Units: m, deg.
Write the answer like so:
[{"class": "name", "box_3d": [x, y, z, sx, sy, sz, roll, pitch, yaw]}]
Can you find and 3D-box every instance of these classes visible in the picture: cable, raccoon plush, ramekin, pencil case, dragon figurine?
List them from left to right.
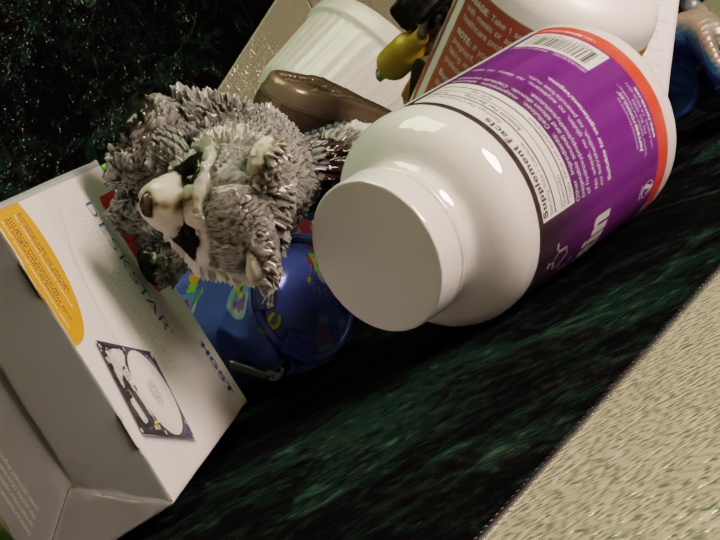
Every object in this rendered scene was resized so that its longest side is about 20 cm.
[{"class": "pencil case", "box_3d": [-0.093, 0.042, 1.140, 0.200, 0.078, 0.087, -22, 47, 40]}, {"class": "raccoon plush", "box_3d": [-0.033, -0.052, 0.978, 0.200, 0.097, 0.134, -28, 23, -34]}, {"class": "ramekin", "box_3d": [0.000, -0.120, 1.634, 0.094, 0.203, 0.202, -41, 9, -16]}, {"class": "cable", "box_3d": [0.057, -0.165, 1.220, 0.097, 0.050, 0.200, -39, 4, -8]}, {"class": "dragon figurine", "box_3d": [0.210, -0.125, 1.281, 0.059, 0.100, 0.200, -21, -11, -23]}]

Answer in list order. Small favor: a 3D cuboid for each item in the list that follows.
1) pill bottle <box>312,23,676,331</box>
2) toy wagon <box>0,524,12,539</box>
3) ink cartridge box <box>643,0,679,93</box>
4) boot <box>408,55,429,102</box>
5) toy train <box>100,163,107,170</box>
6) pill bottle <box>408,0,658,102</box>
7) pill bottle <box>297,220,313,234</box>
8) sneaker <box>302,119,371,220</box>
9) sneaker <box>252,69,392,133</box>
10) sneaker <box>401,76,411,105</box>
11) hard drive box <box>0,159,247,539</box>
[{"class": "pill bottle", "box_3d": [0.066, -0.044, 0.989, 0.112, 0.113, 0.200, -22, 8, 45]}, {"class": "toy wagon", "box_3d": [-0.209, 0.141, 0.981, 0.155, 0.040, 0.200, -21, 8, 47]}, {"class": "ink cartridge box", "box_3d": [0.147, -0.152, 1.259, 0.043, 0.201, 0.198, 11, -5, -15]}, {"class": "boot", "box_3d": [0.070, -0.078, 1.307, 0.075, 0.074, 0.200, -19, -25, -17]}, {"class": "toy train", "box_3d": [-0.118, -0.029, 1.264, 0.056, 0.042, 0.200, -22, 31, -17]}, {"class": "pill bottle", "box_3d": [0.101, -0.126, 1.129, 0.112, 0.112, 0.200, -35, -26, -53]}, {"class": "pill bottle", "box_3d": [-0.101, -0.004, 1.407, 0.114, 0.114, 0.200, -25, 6, 25]}, {"class": "sneaker", "box_3d": [-0.044, -0.058, 1.320, 0.200, 0.078, 0.066, 3, 67, 39]}, {"class": "sneaker", "box_3d": [-0.032, -0.099, 1.449, 0.076, 0.070, 0.200, -64, -23, 9]}, {"class": "sneaker", "box_3d": [0.070, -0.099, 1.389, 0.075, 0.088, 0.200, -36, -12, -36]}, {"class": "hard drive box", "box_3d": [-0.141, 0.040, 0.956, 0.077, 0.156, 0.200, -31, 5, 10]}]
